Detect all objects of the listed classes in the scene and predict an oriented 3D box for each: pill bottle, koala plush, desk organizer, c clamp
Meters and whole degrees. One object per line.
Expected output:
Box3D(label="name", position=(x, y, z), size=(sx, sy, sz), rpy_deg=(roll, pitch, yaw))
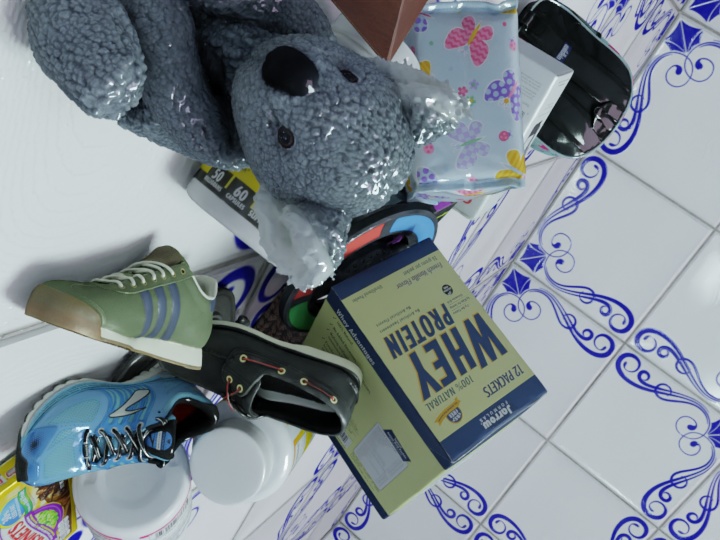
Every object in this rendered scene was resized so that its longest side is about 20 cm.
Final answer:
Box3D(label="pill bottle", position=(-0.238, 0.246, 0.793), size=(0.113, 0.113, 0.201), rpy_deg=(-43, 166, -30))
Box3D(label="pill bottle", position=(-0.114, 0.181, 0.807), size=(0.110, 0.109, 0.200), rpy_deg=(-55, 176, 8))
Box3D(label="koala plush", position=(-0.046, -0.103, 0.439), size=(0.178, 0.199, 0.184), rpy_deg=(-50, 165, -10))
Box3D(label="pill bottle", position=(-0.042, -0.110, 0.607), size=(0.201, 0.111, 0.111), rpy_deg=(-53, 165, -2))
Box3D(label="desk organizer", position=(0.034, -0.245, 0.519), size=(0.077, 0.071, 0.201), rpy_deg=(108, 9, -58))
Box3D(label="c clamp", position=(-0.187, 0.100, 0.792), size=(0.200, 0.027, 0.172), rpy_deg=(-41, 159, -36))

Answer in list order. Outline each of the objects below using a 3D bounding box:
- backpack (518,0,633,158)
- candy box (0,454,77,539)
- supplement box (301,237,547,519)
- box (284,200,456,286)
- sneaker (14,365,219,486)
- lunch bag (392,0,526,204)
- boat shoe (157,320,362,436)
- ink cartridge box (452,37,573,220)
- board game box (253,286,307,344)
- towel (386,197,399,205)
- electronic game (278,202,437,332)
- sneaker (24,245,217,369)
Box3D(label="backpack", position=(0.274, -0.259, 1.047), size=(0.178, 0.199, 0.151), rpy_deg=(-55, -176, 7))
Box3D(label="candy box", position=(-0.320, 0.235, 0.701), size=(0.102, 0.026, 0.201), rpy_deg=(-38, 158, -39))
Box3D(label="supplement box", position=(0.047, 0.117, 0.775), size=(0.133, 0.201, 0.200), rpy_deg=(-26, 161, -31))
Box3D(label="box", position=(0.009, -0.031, 0.890), size=(0.199, 0.036, 0.143), rpy_deg=(-26, 172, -19))
Box3D(label="sneaker", position=(-0.205, 0.137, 0.652), size=(0.199, 0.089, 0.079), rpy_deg=(-17, 118, -53))
Box3D(label="lunch bag", position=(0.084, -0.152, 0.729), size=(0.200, 0.125, 0.172), rpy_deg=(-103, -170, -86))
Box3D(label="boat shoe", position=(-0.100, 0.100, 0.690), size=(0.063, 0.199, 0.074), rpy_deg=(-70, 172, -47))
Box3D(label="ink cartridge box", position=(0.141, -0.187, 0.905), size=(0.083, 0.145, 0.201), rpy_deg=(-33, 155, -56))
Box3D(label="board game box", position=(-0.046, 0.122, 1.008), size=(0.097, 0.159, 0.200), rpy_deg=(-52, 165, -3))
Box3D(label="towel", position=(0.023, -0.047, 1.053), size=(0.172, 0.048, 0.200), rpy_deg=(-58, 164, 16))
Box3D(label="electronic game", position=(0.000, 0.000, 0.794), size=(0.199, 0.042, 0.200), rpy_deg=(-30, 158, -13))
Box3D(label="sneaker", position=(-0.178, 0.018, 0.594), size=(0.200, 0.066, 0.091), rpy_deg=(40, 66, -65))
